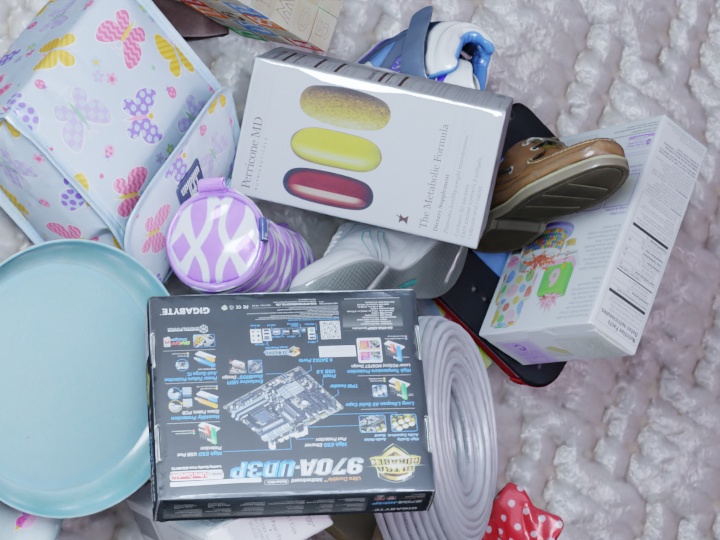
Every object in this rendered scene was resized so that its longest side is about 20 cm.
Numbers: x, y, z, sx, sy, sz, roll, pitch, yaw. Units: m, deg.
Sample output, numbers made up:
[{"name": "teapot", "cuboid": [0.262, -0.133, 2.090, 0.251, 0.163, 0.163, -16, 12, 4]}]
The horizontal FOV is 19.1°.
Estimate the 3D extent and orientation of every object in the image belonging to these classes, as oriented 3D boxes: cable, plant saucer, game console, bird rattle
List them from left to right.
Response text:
[{"name": "plant saucer", "cuboid": [-0.214, 0.077, 1.543, 0.199, 0.027, 0.201, -2, 93, -34]}, {"name": "cable", "cuboid": [0.056, 0.137, 1.718, 0.200, 0.069, 0.201, 56, 31, -56]}, {"name": "bird rattle", "cuboid": [0.083, 0.247, 1.814, 0.163, 0.112, 0.200, 48, 60, -22]}, {"name": "game console", "cuboid": [0.145, -0.018, 1.857, 0.177, 0.031, 0.200, 46, 61, -27]}]

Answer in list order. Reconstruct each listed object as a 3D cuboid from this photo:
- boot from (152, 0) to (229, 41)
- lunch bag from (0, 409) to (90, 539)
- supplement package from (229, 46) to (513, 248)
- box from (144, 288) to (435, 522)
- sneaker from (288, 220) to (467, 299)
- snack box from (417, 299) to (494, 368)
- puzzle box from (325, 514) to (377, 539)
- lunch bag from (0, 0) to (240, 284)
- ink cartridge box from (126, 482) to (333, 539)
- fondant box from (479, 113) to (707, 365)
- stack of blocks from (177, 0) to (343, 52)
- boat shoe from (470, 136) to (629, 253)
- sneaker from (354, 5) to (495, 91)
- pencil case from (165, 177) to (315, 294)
[{"name": "boot", "cuboid": [-0.182, -0.265, 1.660, 0.199, 0.072, 0.167, 0, 86, -41]}, {"name": "lunch bag", "cuboid": [-0.288, 0.137, 1.558, 0.160, 0.077, 0.201, 26, 72, -32]}, {"name": "supplement package", "cuboid": [0.010, -0.099, 1.686, 0.199, 0.110, 0.114, 12, 101, 5]}, {"name": "box", "cuboid": [-0.052, 0.095, 1.526, 0.199, 0.046, 0.160, -2, 63, -8]}, {"name": "sneaker", "cuboid": [0.000, 0.000, 1.711, 0.200, 0.080, 0.071, -19, 128, -50]}, {"name": "snack box", "cuboid": [0.083, -0.028, 1.862, 0.142, 0.053, 0.200, -43, 113, -32]}, {"name": "puzzle box", "cuboid": [-0.037, 0.123, 1.780, 0.200, 0.025, 0.133, 44, 64, -27]}, {"name": "lunch bag", "cuboid": [-0.184, -0.095, 1.616, 0.200, 0.127, 0.170, 52, 54, -27]}, {"name": "ink cartridge box", "cuboid": [-0.068, 0.161, 1.622, 0.176, 0.200, 0.045, -28, 103, -19]}, {"name": "fondant box", "cuboid": [0.194, -0.024, 1.790, 0.058, 0.144, 0.201, 35, 66, -27]}, {"name": "stack of blocks", "cuboid": [-0.112, -0.230, 1.619, 0.200, 0.115, 0.059, 23, 84, -57]}, {"name": "boat shoe", "cuboid": [0.143, -0.076, 1.730, 0.072, 0.200, 0.068, 7, 69, -30]}, {"name": "sneaker", "cuboid": [0.029, -0.136, 1.767, 0.200, 0.146, 0.081, -48, 115, -29]}, {"name": "pencil case", "cuboid": [-0.090, -0.012, 1.653, 0.200, 0.084, 0.086, 45, 34, -76]}]
